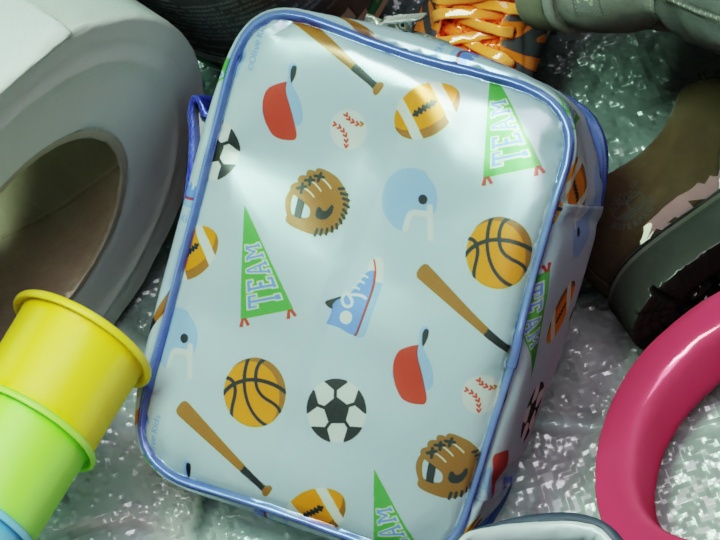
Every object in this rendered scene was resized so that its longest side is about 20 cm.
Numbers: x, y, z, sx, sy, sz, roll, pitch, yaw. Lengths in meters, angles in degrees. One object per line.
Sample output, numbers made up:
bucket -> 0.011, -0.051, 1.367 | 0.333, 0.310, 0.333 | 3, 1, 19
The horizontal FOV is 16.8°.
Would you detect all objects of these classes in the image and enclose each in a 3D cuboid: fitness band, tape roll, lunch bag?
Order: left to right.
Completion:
tape roll -> -0.148, -0.026, 0.924 | 0.071, 0.203, 0.203 | 34, 72, 21
lunch bag -> 0.000, 0.000, 0.927 | 0.159, 0.075, 0.202 | 18, 96, 17
fitness band -> 0.179, 0.058, 0.889 | 0.199, 0.037, 0.144 | -13, 46, 33

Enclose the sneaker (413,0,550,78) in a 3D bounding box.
sneaker -> 0.038, -0.095, 0.986 | 0.077, 0.112, 0.202 | 8, 65, 11

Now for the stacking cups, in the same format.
stacking cups -> -0.147, 0.103, 0.871 | 0.060, 0.061, 0.201 | 21, 64, 16

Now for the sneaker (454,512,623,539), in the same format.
sneaker -> 0.025, 0.164, 0.862 | 0.200, 0.109, 0.070 | -41, 66, -13

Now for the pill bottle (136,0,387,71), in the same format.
pill bottle -> -0.058, -0.152, 0.936 | 0.112, 0.200, 0.114 | -3, 79, 13

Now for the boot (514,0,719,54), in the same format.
boot -> 0.181, -0.109, 0.931 | 0.199, 0.073, 0.181 | 11, 29, 38

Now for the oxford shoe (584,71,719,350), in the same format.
oxford shoe -> 0.167, -0.058, 0.978 | 0.199, 0.073, 0.085 | -31, 58, -11
